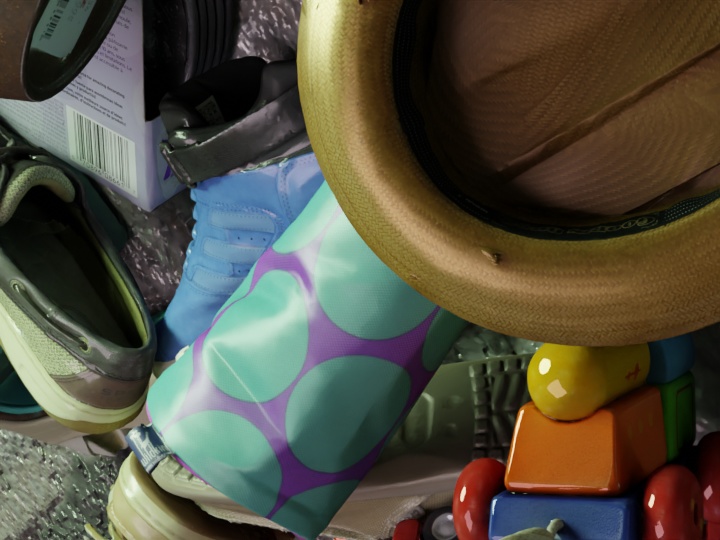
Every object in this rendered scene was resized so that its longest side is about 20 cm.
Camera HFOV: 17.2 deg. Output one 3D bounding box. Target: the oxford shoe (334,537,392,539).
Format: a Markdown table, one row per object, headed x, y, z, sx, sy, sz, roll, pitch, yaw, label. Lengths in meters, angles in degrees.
| x | y | z | sx | sy | sz | roll | pitch | yaw | label |
| --- | --- | --- | --- | --- | --- | --- | --- | --- | --- |
| 0.037 | 0.147 | 1.065 | 0.072 | 0.071 | 0.201 | -9 | 109 | 18 | oxford shoe |

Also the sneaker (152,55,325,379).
| x | y | z | sx | sy | sz | roll | pitch | yaw | label |
| --- | --- | --- | --- | --- | --- | --- | --- | --- | --- |
| -0.049 | -0.028 | 0.995 | 0.111 | 0.077 | 0.200 | 52 | 140 | -6 | sneaker |

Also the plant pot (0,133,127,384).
| x | y | z | sx | sy | sz | roll | pitch | yaw | label |
| --- | --- | --- | --- | --- | --- | --- | --- | --- | --- |
| -0.220 | 0.013 | 1.117 | 0.141 | 0.200 | 0.141 | 53 | 143 | 3 | plant pot |

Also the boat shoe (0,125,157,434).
| x | y | z | sx | sy | sz | roll | pitch | yaw | label |
| --- | --- | --- | --- | --- | --- | --- | --- | --- | --- |
| -0.149 | -0.024 | 1.043 | 0.201 | 0.072 | 0.066 | 54 | 136 | 15 | boat shoe |

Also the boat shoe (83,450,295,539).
| x | y | z | sx | sy | sz | roll | pitch | yaw | label |
| --- | --- | --- | --- | --- | --- | --- | --- | --- | --- |
| -0.078 | 0.123 | 1.074 | 0.073 | 0.063 | 0.200 | 46 | -179 | 14 | boat shoe |

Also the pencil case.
| x | y | z | sx | sy | sz | roll | pitch | yaw | label |
| --- | --- | --- | --- | --- | --- | --- | --- | --- | --- |
| 0.000 | 0.000 | 0.881 | 0.092 | 0.085 | 0.200 | 43 | 105 | 27 | pencil case |

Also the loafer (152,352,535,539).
| x | y | z | sx | sy | sz | roll | pitch | yaw | label |
| --- | --- | --- | --- | --- | --- | --- | --- | --- | --- |
| 0.010 | 0.079 | 0.972 | 0.199 | 0.076 | 0.068 | -2 | 140 | 19 | loafer |

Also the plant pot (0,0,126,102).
| x | y | z | sx | sy | sz | roll | pitch | yaw | label |
| --- | --- | --- | --- | --- | --- | --- | --- | --- | --- |
| -0.189 | -0.150 | 0.915 | 0.200 | 0.187 | 0.187 | 29 | 138 | 10 | plant pot |

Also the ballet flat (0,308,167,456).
| x | y | z | sx | sy | sz | roll | pitch | yaw | label |
| --- | --- | --- | --- | --- | --- | --- | --- | --- | --- |
| -0.118 | 0.062 | 1.161 | 0.200 | 0.069 | 0.070 | -13 | 108 | 51 | ballet flat |

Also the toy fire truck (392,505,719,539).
| x | y | z | sx | sy | sz | roll | pitch | yaw | label |
| --- | --- | --- | --- | --- | --- | --- | --- | --- | --- |
| 0.097 | 0.158 | 0.884 | 0.199 | 0.141 | 0.049 | -4 | 143 | 21 | toy fire truck |

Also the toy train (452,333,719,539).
| x | y | z | sx | sy | sz | roll | pitch | yaw | label |
| --- | --- | --- | --- | --- | --- | --- | --- | --- | --- |
| 0.072 | 0.042 | 0.812 | 0.084 | 0.200 | 0.116 | 0 | 95 | 22 | toy train |

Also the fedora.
| x | y | z | sx | sy | sz | roll | pitch | yaw | label |
| --- | --- | --- | --- | --- | --- | --- | --- | --- | --- |
| 0.082 | -0.073 | 0.774 | 0.200 | 0.082 | 0.201 | 2 | 97 | 13 | fedora |

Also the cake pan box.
| x | y | z | sx | sy | sz | roll | pitch | yaw | label |
| --- | --- | --- | --- | --- | --- | --- | --- | --- | --- |
| -0.142 | -0.143 | 1.036 | 0.200 | 0.052 | 0.185 | 30 | 139 | 31 | cake pan box |
